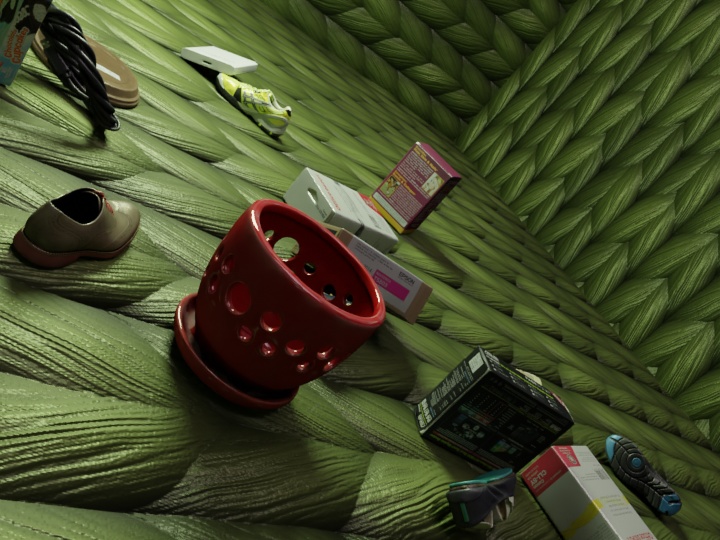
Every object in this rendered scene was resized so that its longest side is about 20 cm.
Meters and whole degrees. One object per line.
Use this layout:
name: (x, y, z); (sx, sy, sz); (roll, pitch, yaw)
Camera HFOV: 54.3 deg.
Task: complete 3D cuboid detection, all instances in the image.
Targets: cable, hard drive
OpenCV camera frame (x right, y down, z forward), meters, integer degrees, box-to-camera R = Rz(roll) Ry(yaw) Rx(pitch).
cable: (-0.408, -0.298, 1.031); (0.200, 0.051, 0.163); (59, -25, -5)
hard drive: (-0.342, -0.516, 1.723); (0.132, 0.026, 0.200); (21, 19, 1)

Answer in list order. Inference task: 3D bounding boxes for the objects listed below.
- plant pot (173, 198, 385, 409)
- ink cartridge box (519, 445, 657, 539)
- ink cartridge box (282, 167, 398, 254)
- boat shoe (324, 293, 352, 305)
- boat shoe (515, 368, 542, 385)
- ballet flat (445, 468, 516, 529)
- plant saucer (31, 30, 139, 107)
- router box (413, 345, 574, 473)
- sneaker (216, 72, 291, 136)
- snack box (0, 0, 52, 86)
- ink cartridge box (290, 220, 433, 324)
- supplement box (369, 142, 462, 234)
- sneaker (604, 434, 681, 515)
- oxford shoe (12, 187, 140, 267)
plant pot: (-0.098, 0.048, 0.816); (0.200, 0.183, 0.201); (36, 20, -15)
ink cartridge box: (0.376, 0.392, 1.146); (0.145, 0.083, 0.200); (18, 30, -48)
ink cartridge box: (-0.039, -0.104, 1.403); (0.200, 0.084, 0.144); (21, 29, -47)
boat shoe: (-0.038, 0.064, 1.066); (0.091, 0.071, 0.200); (47, 21, 4)
boat shoe: (0.326, 0.253, 1.377); (0.065, 0.072, 0.200); (31, 18, -5)
ballet flat: (0.170, 0.315, 0.959); (0.073, 0.073, 0.200); (51, 15, 25)
plant saucer: (-0.464, -0.355, 1.206); (0.200, 0.029, 0.200); (38, 19, -16)
router box: (0.205, 0.223, 1.077); (0.200, 0.150, 0.062); (33, 21, -25)
sneaker: (-0.247, -0.403, 1.651); (0.200, 0.076, 0.075); (37, 22, -8)
snack box: (-0.467, -0.369, 0.965); (0.037, 0.200, 0.116); (15, 32, -45)
ink cartridge box: (0.000, 0.000, 1.186); (0.200, 0.075, 0.165); (34, -5, -24)
supplement box: (0.138, -0.207, 1.788); (0.131, 0.200, 0.103); (48, 20, 13)
sneaker: (0.601, 0.442, 1.524); (0.200, 0.073, 0.082); (51, 4, 8)
oxford shoe: (-0.304, -0.059, 0.810); (0.070, 0.075, 0.200); (41, 19, -1)
